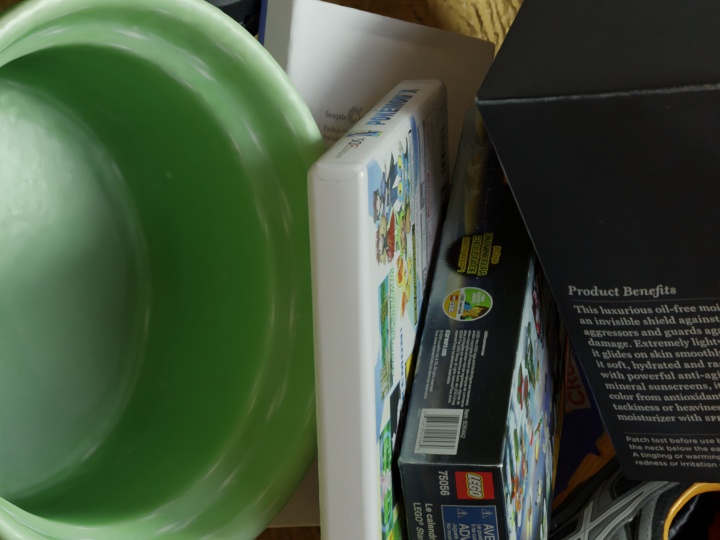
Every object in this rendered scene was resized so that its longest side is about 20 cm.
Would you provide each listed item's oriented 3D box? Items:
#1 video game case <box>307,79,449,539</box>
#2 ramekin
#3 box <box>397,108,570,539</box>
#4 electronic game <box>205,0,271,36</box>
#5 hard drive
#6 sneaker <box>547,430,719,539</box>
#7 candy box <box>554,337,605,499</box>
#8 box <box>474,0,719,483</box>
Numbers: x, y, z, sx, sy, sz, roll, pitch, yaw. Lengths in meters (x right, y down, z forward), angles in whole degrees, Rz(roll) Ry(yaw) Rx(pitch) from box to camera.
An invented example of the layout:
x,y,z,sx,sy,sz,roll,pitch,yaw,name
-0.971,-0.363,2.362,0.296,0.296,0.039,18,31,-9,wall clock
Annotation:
x,y,z,sx,sy,sz,roll,pitch,yaw,name
0.011,0.043,0.861,0.182,0.022,0.201,-52,142,-73,video game case
-0.105,0.006,0.809,0.200,0.097,0.201,3,86,-46,ramekin
0.052,0.052,0.913,0.200,0.040,0.137,-77,165,-47,box
-0.066,-0.174,0.882,0.200,0.041,0.201,-22,117,-53,electronic game
0.000,0.000,0.950,0.132,0.025,0.201,5,90,-52,hard drive
0.094,0.136,0.957,0.200,0.077,0.078,-51,125,-13,sneaker
0.152,0.000,1.095,0.200,0.077,0.170,-30,111,-42,candy box
0.153,-0.056,0.919,0.200,0.123,0.199,-63,141,-41,box
